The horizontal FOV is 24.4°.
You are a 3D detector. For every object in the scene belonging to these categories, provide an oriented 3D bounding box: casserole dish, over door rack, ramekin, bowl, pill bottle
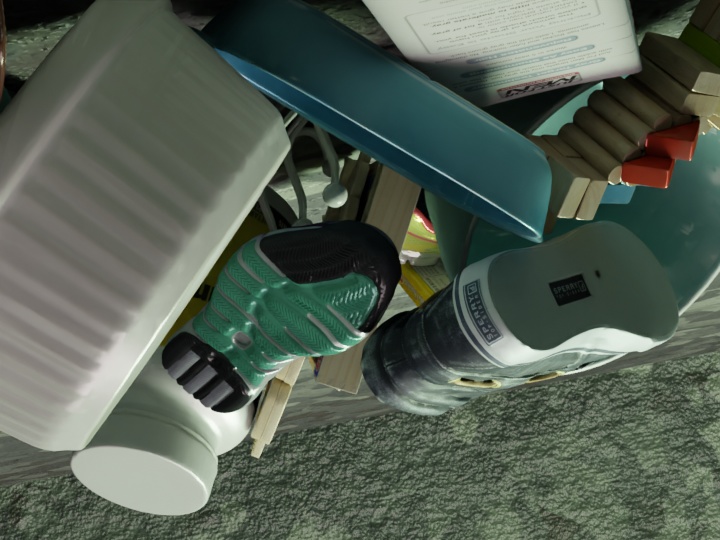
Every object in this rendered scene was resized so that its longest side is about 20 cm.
[{"bbox_3d":[0.009,-0.075,0.774,0.200,0.039,0.121,29,179,-19],"label":"casserole dish"},{"bbox_3d":[-0.069,-0.029,0.923,0.200,0.067,0.148,-38,179,-22],"label":"over door rack"},{"bbox_3d":[-0.111,-0.015,0.701,0.094,0.203,0.202,34,162,-4],"label":"ramekin"},{"bbox_3d":[0.116,-0.052,0.938,0.201,0.105,0.201,-18,131,-21],"label":"bowl"},{"bbox_3d":[-0.110,0.043,1.029,0.112,0.200,0.113,10,147,6],"label":"pill bottle"}]

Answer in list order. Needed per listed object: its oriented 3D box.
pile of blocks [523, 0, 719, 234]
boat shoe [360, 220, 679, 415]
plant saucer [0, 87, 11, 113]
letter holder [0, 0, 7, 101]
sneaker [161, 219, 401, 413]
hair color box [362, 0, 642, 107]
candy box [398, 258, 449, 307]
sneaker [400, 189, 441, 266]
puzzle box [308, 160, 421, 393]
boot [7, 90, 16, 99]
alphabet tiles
[{"bbox_3d":[0.162,-0.074,0.836,0.200,0.062,0.082,-42,134,1],"label":"pile of blocks"},{"bbox_3d":[0.084,0.025,0.859,0.091,0.071,0.200,-29,166,34],"label":"boat shoe"},{"bbox_3d":[-0.234,-0.052,0.842,0.200,0.070,0.019,-20,-168,40],"label":"plant saucer"},{"bbox_3d":[-0.195,-0.053,0.647,0.100,0.142,0.200,-7,169,-19],"label":"letter holder"},{"bbox_3d":[-0.034,0.004,0.879,0.200,0.074,0.088,-32,-164,51],"label":"sneaker"},{"bbox_3d":[0.064,-0.128,0.731,0.099,0.061,0.200,-12,169,11],"label":"hair color box"},{"bbox_3d":[0.078,-0.003,1.234,0.102,0.026,0.200,-9,-157,-13],"label":"candy box"},{"bbox_3d":[0.107,-0.048,1.167,0.200,0.078,0.090,-11,163,-6],"label":"sneaker"},{"bbox_3d":[0.000,0.000,1.004,0.025,0.133,0.200,17,180,-4],"label":"puzzle box"},{"bbox_3d":[-0.204,-0.046,0.922,0.131,0.068,0.200,4,153,-46],"label":"boot"},{"bbox_3d":[-0.033,0.015,1.052,0.015,0.200,0.196,20,125,-4],"label":"alphabet tiles"}]
